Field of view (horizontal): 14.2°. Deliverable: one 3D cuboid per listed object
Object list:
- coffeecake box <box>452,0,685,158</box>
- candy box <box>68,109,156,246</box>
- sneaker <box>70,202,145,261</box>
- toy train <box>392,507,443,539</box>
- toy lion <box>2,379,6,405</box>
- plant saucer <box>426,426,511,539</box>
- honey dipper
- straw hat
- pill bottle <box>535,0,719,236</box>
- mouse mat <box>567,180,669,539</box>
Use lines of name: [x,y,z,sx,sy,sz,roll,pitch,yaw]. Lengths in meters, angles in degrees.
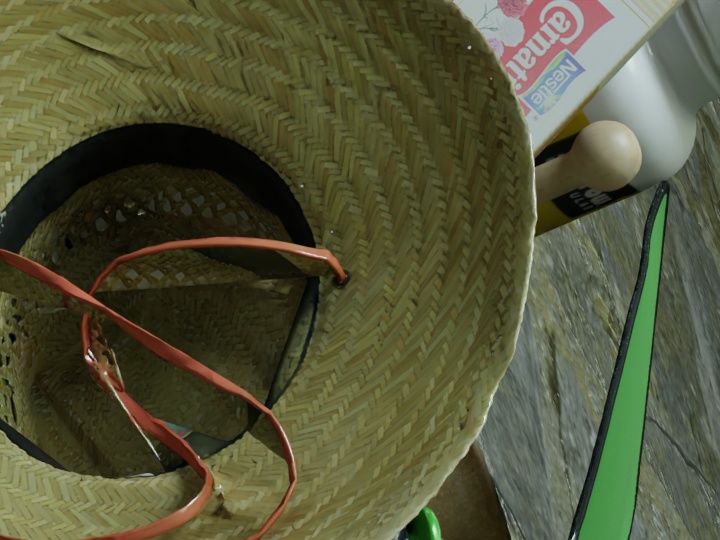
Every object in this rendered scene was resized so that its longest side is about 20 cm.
coffeecake box: [-0.011,-0.112,0.852,0.200,0.154,0.073,44,-4,1]
candy box: [-0.068,-0.057,1.076,0.116,0.055,0.200,62,16,-16]
sneaker: [-0.045,0.078,0.925,0.084,0.075,0.201,2,76,-73]
toy train: [-0.001,0.096,0.755,0.056,0.041,0.201,123,-33,-57]
toy lion: [-0.051,0.141,0.753,0.200,0.068,0.192,-112,-169,-45]
plant saucer: [0.000,0.109,0.866,0.200,0.035,0.201,-14,90,-68]
honey dipper: [0.000,0.000,0.940,0.038,0.199,0.038,59,17,-30]
straw hat: [-0.049,0.017,0.681,0.085,0.200,0.202,77,0,-56]
pill bottle: [0.046,-0.066,0.988,0.112,0.199,0.112,56,19,-31]
mouse mat: [0.079,0.086,0.941,0.200,0.007,0.162,-71,166,-51]
